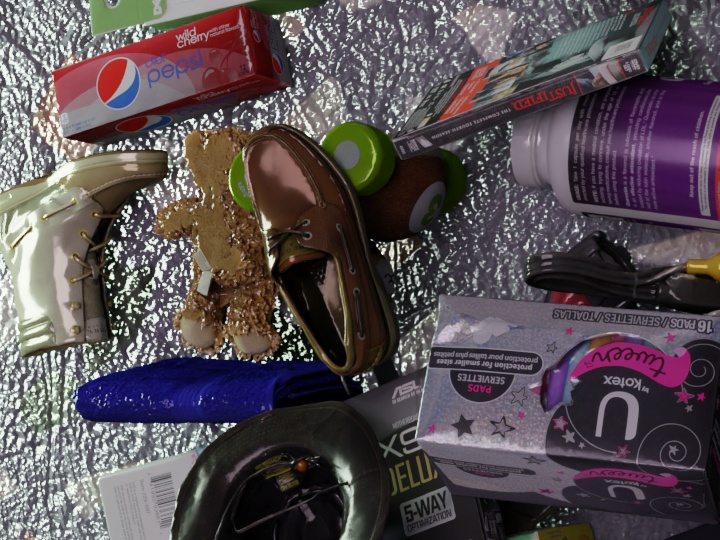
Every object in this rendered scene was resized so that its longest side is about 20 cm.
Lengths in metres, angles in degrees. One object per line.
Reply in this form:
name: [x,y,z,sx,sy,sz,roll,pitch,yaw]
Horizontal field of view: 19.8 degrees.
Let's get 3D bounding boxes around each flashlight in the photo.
flashlight: [0.131,0.053,1.613,0.200,0.068,0.068,-41,67,24]

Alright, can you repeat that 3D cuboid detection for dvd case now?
dvd case: [0.131,-0.145,1.556,0.200,0.146,0.022,-20,105,22]

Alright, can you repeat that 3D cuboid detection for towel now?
towel: [-0.115,0.096,1.679,0.200,0.148,0.050,-2,89,29]

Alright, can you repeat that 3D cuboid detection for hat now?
hat: [-0.046,0.196,1.501,0.200,0.081,0.201,-17,46,19]

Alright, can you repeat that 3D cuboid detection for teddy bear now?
teddy bear: [-0.105,-0.021,1.739,0.145,0.067,0.200,-12,88,35]

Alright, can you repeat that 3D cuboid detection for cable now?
cable: [0.218,0.003,1.528,0.200,0.097,0.050,8,77,-2]

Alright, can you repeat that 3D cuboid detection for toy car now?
toy car: [0.000,0.000,1.618,0.158,0.164,0.200,-11,80,26]

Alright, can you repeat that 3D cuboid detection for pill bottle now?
pill bottle: [0.219,-0.090,1.547,0.200,0.112,0.113,9,91,26]

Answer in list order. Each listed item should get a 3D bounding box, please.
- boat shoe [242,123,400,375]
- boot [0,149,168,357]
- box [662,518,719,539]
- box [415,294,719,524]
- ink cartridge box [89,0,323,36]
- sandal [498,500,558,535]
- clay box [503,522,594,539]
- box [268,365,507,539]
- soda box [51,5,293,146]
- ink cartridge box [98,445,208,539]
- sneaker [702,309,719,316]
boat shoe: [-0.034,-0.018,1.516,0.072,0.068,0.200,-32,83,27]
boot: [-0.233,-0.015,1.789,0.200,0.072,0.155,-19,78,33]
box: [0.247,0.296,1.462,0.182,0.104,0.200,-24,114,24]
box: [0.152,0.097,1.426,0.200,0.132,0.115,4,69,16]
ink cartridge box: [-0.136,-0.263,1.764,0.200,0.059,0.104,-10,82,26]
sandal: [0.158,0.139,1.599,0.201,0.057,0.080,-37,66,4]
clay box: [0.096,0.233,1.586,0.200,0.115,0.048,-18,79,24]
box: [0.004,0.177,1.560,0.200,0.050,0.158,-24,59,20]
soda box: [-0.163,-0.164,1.765,0.200,0.070,0.064,-16,79,25]
ink cartridge box: [-0.100,0.215,1.700,0.200,0.087,0.146,-18,80,25]
sneaker: [0.237,0.056,1.519,0.200,0.075,0.100,17,128,5]
